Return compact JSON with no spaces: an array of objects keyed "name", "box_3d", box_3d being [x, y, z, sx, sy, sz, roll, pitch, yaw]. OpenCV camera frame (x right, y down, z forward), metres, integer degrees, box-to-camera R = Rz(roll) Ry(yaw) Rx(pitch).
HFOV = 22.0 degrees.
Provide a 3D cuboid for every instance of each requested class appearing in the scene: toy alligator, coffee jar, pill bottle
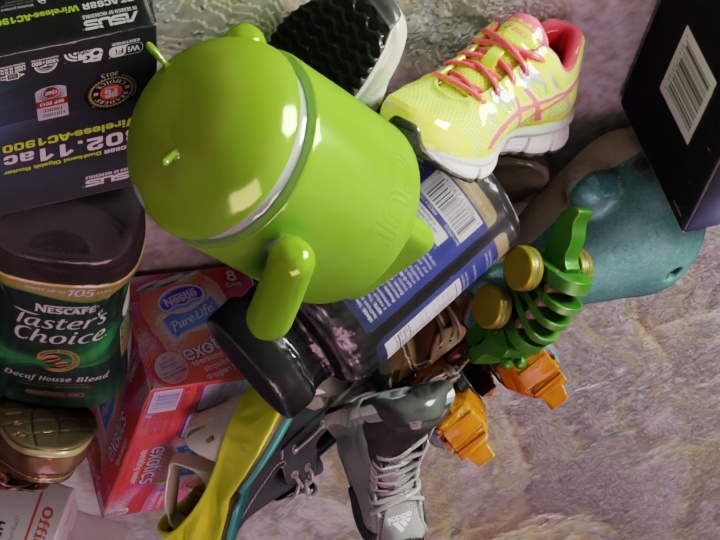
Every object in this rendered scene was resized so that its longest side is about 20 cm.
[{"name":"toy alligator","box_3d":[0.108,0.039,1.273,0.059,0.055,0.201,3,137,-38]},{"name":"coffee jar","box_3d":[-0.193,0.007,1.191,0.103,0.086,0.201,6,146,-7]},{"name":"pill bottle","box_3d":[0.000,0.000,1.218,0.200,0.112,0.112,-41,154,-12]}]

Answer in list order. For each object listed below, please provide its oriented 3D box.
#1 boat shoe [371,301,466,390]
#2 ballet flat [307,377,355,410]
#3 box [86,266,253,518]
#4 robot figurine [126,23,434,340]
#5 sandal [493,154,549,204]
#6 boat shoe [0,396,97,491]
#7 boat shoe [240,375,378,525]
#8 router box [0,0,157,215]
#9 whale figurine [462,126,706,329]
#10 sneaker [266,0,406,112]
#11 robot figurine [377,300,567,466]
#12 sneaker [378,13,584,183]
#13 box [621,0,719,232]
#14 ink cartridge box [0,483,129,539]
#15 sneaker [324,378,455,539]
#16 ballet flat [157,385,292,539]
[{"name":"boat shoe","box_3d":[0.037,0.035,1.357,0.073,0.076,0.200,-18,-175,5]},{"name":"ballet flat","box_3d":[-0.030,0.071,1.377,0.067,0.064,0.200,15,177,5]},{"name":"box","box_3d":[-0.139,0.092,1.373,0.102,0.095,0.201,-7,149,-23]},{"name":"robot figurine","box_3d":[-0.046,-0.054,1.025,0.115,0.177,0.199,-31,143,26]},{"name":"sandal","box_3d":[0.050,-0.025,1.332,0.200,0.058,0.080,-29,151,16]},{"name":"boat shoe","box_3d":[-0.226,0.121,1.283,0.071,0.068,0.200,8,-175,-18]},{"name":"boat shoe","box_3d":[-0.049,0.143,1.442,0.200,0.062,0.073,-51,176,-36]},{"name":"router box","box_3d":[-0.213,-0.094,1.036,0.198,0.063,0.150,-13,152,-13]},{"name":"whale figurine","box_3d":[0.166,-0.013,1.340,0.199,0.104,0.160,-33,154,-18]},{"name":"sneaker","box_3d":[-0.019,-0.106,1.156,0.093,0.071,0.200,-20,156,-46]},{"name":"robot figurine","box_3d":[0.086,0.079,1.420,0.144,0.058,0.200,-37,-166,0]},{"name":"sneaker","box_3d":[0.078,-0.116,1.149,0.199,0.078,0.091,-24,140,-55]},{"name":"box","box_3d":[0.304,-0.143,1.228,0.196,0.124,0.201,-13,151,-16]},{"name":"ink cartridge box","box_3d":[-0.279,0.203,1.356,0.198,0.116,0.068,16,158,1]},{"name":"sneaker","box_3d":[0.031,0.142,1.308,0.074,0.117,0.200,-11,175,-12]},{"name":"ballet flat","box_3d":[-0.098,0.136,1.305,0.066,0.067,0.201,26,130,1]}]
